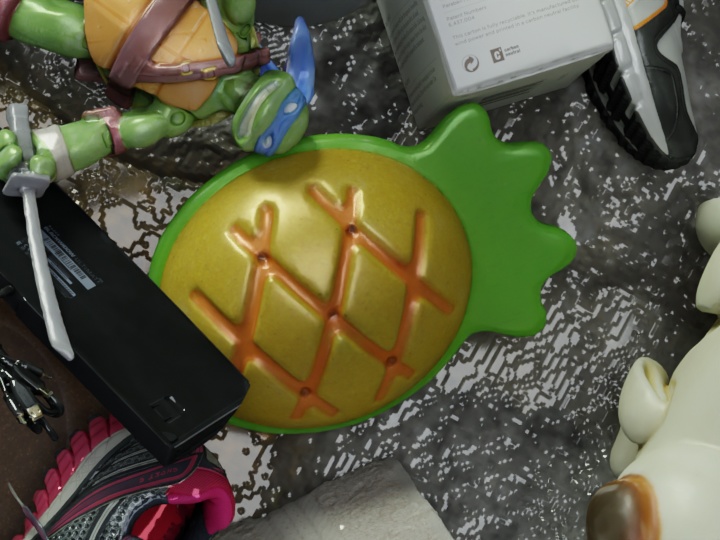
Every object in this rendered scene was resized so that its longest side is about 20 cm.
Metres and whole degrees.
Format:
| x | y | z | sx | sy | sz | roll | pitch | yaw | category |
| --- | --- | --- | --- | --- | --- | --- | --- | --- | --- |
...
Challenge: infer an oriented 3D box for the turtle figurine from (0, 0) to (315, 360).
| x | y | z | sx | sy | sz | roll | pitch | yaw | category |
| --- | --- | --- | --- | --- | --- | --- | --- | --- | --- |
| -0.118 | -0.109 | 1.067 | 0.193 | 0.144 | 0.200 | 36 | 46 | 11 | turtle figurine |

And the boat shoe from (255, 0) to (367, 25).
| x | y | z | sx | sy | sz | roll | pitch | yaw | category |
| --- | --- | --- | --- | --- | --- | --- | --- | --- | --- |
| -0.018 | -0.166 | 1.117 | 0.068 | 0.200 | 0.057 | 8 | 72 | -11 | boat shoe |

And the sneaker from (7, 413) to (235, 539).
| x | y | z | sx | sy | sz | roll | pitch | yaw | category |
| --- | --- | --- | --- | --- | --- | --- | --- | --- | --- |
| -0.135 | 0.152 | 1.103 | 0.081 | 0.074 | 0.201 | 39 | 82 | -42 | sneaker |

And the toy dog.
| x | y | z | sx | sy | sz | roll | pitch | yaw | category |
| --- | --- | --- | --- | --- | --- | --- | --- | --- | --- |
| 0.185 | 0.084 | 1.124 | 0.139 | 0.194 | 0.201 | 37 | 75 | -14 | toy dog |

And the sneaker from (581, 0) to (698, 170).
| x | y | z | sx | sy | sz | roll | pitch | yaw | category |
| --- | --- | --- | --- | --- | --- | --- | --- | --- | --- |
| 0.133 | -0.148 | 1.193 | 0.079 | 0.074 | 0.202 | -15 | 87 | -10 | sneaker |

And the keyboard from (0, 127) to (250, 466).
| x | y | z | sx | sy | sz | roll | pitch | yaw | category |
| --- | --- | --- | --- | --- | --- | --- | --- | --- | --- |
| -0.144 | 0.008 | 1.063 | 0.200 | 0.127 | 0.021 | 44 | 123 | 11 | keyboard |

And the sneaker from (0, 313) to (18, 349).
| x | y | z | sx | sy | sz | roll | pitch | yaw | category |
| --- | --- | --- | --- | --- | --- | --- | --- | --- | --- |
| -0.225 | 0.018 | 1.106 | 0.076 | 0.116 | 0.200 | 38 | 80 | 30 | sneaker |

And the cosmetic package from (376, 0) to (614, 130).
| x | y | z | sx | sy | sz | roll | pitch | yaw | category |
| --- | --- | --- | --- | --- | --- | --- | --- | --- | --- |
| 0.040 | -0.178 | 1.168 | 0.084 | 0.108 | 0.202 | -16 | 88 | -9 | cosmetic package |

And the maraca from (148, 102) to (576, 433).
| x | y | z | sx | sy | sz | roll | pitch | yaw | category |
| --- | --- | --- | --- | --- | --- | --- | --- | --- | --- |
| 0.000 | 0.000 | 1.143 | 0.199 | 0.107 | 0.138 | -19 | 111 | -5 | maraca |

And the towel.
| x | y | z | sx | sy | sz | roll | pitch | yaw | category |
| --- | --- | --- | --- | --- | --- | --- | --- | --- | --- |
| -0.017 | 0.151 | 1.092 | 0.132 | 0.200 | 0.035 | -22 | 115 | -8 | towel |

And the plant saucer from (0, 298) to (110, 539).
| x | y | z | sx | sy | sz | roll | pitch | yaw | category |
| --- | --- | --- | --- | --- | --- | --- | --- | --- | --- |
| -0.187 | 0.093 | 1.110 | 0.199 | 0.037 | 0.202 | -15 | 117 | -33 | plant saucer |
